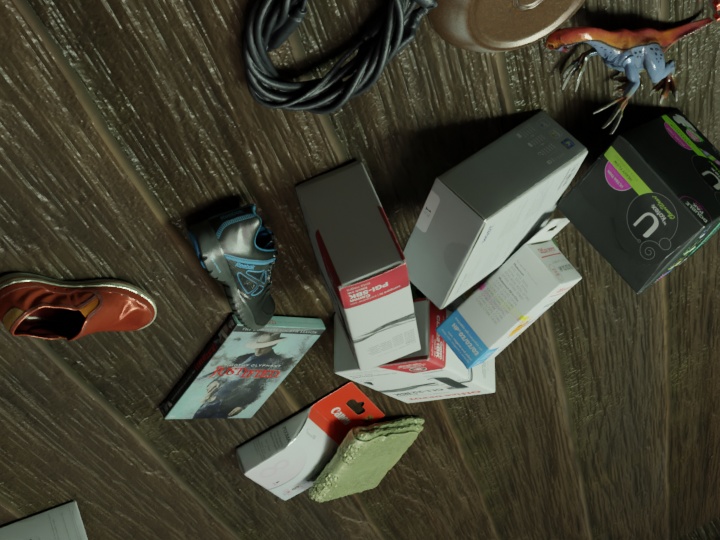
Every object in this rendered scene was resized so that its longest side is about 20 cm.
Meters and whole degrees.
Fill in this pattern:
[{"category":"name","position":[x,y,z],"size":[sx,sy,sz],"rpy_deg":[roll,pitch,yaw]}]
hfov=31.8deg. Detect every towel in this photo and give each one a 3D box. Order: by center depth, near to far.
[{"category":"towel","position":[0.009,0.286,1.933],"size":[0.199,0.037,0.149],"rpy_deg":[-4,134,-57]}]

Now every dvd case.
[{"category":"dvd case","position":[-0.152,0.127,1.626],"size":[0.144,0.022,0.200],"rpy_deg":[5,136,-42]}]

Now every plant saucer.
[{"category":"plant saucer","position":[0.162,-0.283,1.245],"size":[0.198,0.037,0.202],"rpy_deg":[-20,147,-13]}]

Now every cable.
[{"category":"cable","position":[-0.029,-0.222,1.173],"size":[0.199,0.051,0.163],"rpy_deg":[-35,148,15]}]

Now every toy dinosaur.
[{"category":"toy dinosaur","position":[0.277,-0.245,1.378],"size":[0.181,0.104,0.202],"rpy_deg":[38,78,-51]}]

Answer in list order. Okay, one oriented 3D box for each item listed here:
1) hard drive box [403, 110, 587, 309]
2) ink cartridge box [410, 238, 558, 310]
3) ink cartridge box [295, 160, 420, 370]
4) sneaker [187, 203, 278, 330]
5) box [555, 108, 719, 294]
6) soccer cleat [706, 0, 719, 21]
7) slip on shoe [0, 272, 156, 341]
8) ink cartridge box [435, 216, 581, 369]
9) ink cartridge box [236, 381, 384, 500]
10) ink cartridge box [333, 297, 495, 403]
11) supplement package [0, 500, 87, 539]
[{"category":"hard drive box","position":[0.151,-0.070,1.444],"size":[0.199,0.077,0.157],"rpy_deg":[-34,158,-38]},{"category":"ink cartridge box","position":[0.149,0.005,1.638],"size":[0.200,0.060,0.103],"rpy_deg":[-44,146,25]},{"category":"ink cartridge box","position":[0.000,0.000,1.431],"size":[0.082,0.148,0.201],"rpy_deg":[-21,148,-5]},{"category":"sneaker","position":[-0.121,0.000,1.411],"size":[0.081,0.074,0.201],"rpy_deg":[-28,150,-1]},{"category":"box","position":[0.358,-0.087,1.518],"size":[0.199,0.149,0.125],"rpy_deg":[-24,158,-52]},{"category":"soccer cleat","position":[0.385,-0.335,1.310],"size":[0.077,0.070,0.201],"rpy_deg":[-30,146,0]},{"category":"slip on shoe","position":[-0.303,0.048,1.356],"size":[0.198,0.062,0.074],"rpy_deg":[9,133,-46]},{"category":"ink cartridge box","position":[0.197,0.026,1.545],"size":[0.200,0.068,0.115],"rpy_deg":[-45,167,20]},{"category":"ink cartridge box","position":[-0.066,0.256,1.861],"size":[0.198,0.058,0.163],"rpy_deg":[-27,150,8]},{"category":"ink cartridge box","position":[0.075,0.110,1.665],"size":[0.142,0.085,0.199],"rpy_deg":[-10,159,29]},{"category":"supplement package","position":[-0.465,0.418,1.732],"size":[0.197,0.110,0.114],"rpy_deg":[-18,148,-16]}]
